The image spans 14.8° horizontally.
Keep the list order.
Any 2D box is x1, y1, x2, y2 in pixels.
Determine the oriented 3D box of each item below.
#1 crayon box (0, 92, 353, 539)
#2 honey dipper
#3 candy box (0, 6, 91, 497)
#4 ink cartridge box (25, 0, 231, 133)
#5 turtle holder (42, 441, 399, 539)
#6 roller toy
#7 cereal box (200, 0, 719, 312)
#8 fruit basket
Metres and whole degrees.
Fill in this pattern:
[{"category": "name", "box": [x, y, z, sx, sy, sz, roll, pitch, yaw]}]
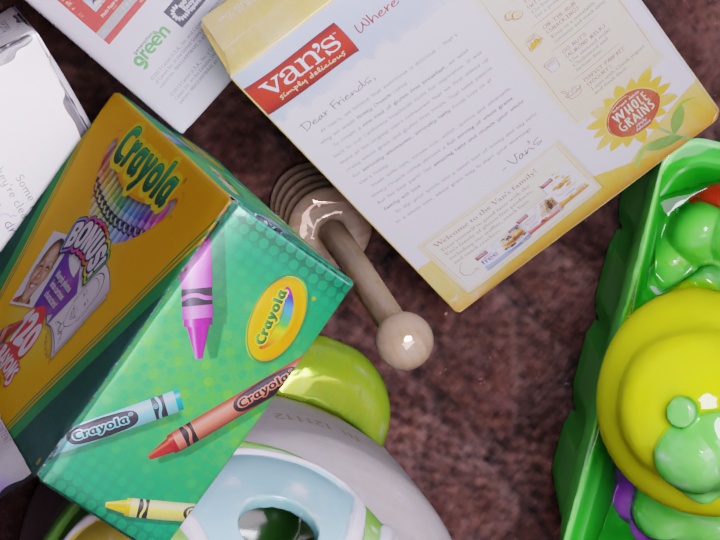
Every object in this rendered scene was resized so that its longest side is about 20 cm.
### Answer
[{"category": "crayon box", "box": [-0.084, 0.013, 1.037, 0.058, 0.200, 0.119, 35, 92, -22]}, {"category": "honey dipper", "box": [0.000, 0.000, 1.133, 0.038, 0.200, 0.038, -4, 109, -13]}, {"category": "candy box", "box": [-0.185, 0.013, 1.154, 0.199, 0.072, 0.168, -30, 109, -6]}, {"category": "ink cartridge box", "box": [-0.068, -0.190, 1.087, 0.175, 0.084, 0.200, 40, 112, -8]}, {"category": "turtle holder", "box": [-0.064, 0.128, 1.044, 0.185, 0.132, 0.141, 31, 86, -15]}, {"category": "roller toy", "box": [-0.050, 0.146, 1.189, 0.182, 0.140, 0.201, -19, 109, -10]}, {"category": "cereal box", "box": [0.045, -0.080, 1.108, 0.144, 0.040, 0.200, -36, 139, 7]}, {"category": "fruit basket", "box": [0.163, 0.049, 1.193, 0.155, 0.216, 0.217, 10, 101, -17]}]
